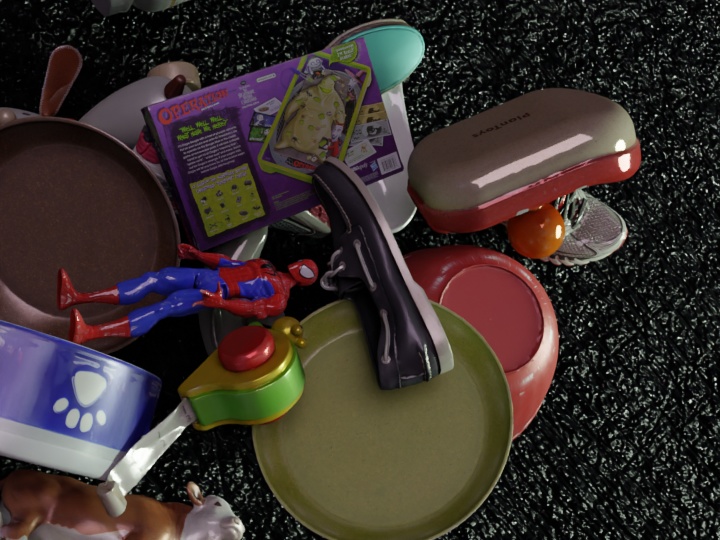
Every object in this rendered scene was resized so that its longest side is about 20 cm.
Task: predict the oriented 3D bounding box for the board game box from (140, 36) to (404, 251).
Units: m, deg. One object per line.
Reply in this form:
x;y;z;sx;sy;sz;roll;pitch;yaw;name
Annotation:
-0.067;-0.107;0.737;0.199;0.032;0.121;-23;107;-24;board game box

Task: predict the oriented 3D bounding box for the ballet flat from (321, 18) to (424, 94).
-0.033;-0.172;0.801;0.199;0.062;0.068;-33;119;-22;ballet flat

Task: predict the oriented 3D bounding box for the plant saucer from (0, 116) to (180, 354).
-0.242;-0.027;0.730;0.198;0.037;0.202;0;108;1;plant saucer

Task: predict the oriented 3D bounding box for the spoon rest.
0.012;-0.129;0.853;0.098;0.061;0.202;9;68;-21;spoon rest

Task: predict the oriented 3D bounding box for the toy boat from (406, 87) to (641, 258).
0.146;-0.070;0.776;0.198;0.131;0.132;-22;119;-2;toy boat

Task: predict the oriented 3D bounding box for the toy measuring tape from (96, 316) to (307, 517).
-0.095;0.098;0.629;0.073;0.074;0.200;40;49;2;toy measuring tape

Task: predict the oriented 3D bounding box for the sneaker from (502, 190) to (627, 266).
0.167;-0.067;0.860;0.198;0.082;0.078;21;68;-6;sneaker

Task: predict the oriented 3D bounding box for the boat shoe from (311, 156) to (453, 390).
0.000;0.000;0.689;0.062;0.073;0.201;-25;69;-9;boat shoe

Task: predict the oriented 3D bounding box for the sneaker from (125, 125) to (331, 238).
-0.112;-0.069;0.795;0.199;0.075;0.081;18;32;-28;sneaker

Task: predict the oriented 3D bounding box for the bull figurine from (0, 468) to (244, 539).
-0.192;0.207;0.679;0.198;0.066;0.122;11;27;-1;bull figurine

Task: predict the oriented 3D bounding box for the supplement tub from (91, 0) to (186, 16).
-0.169;-0.331;0.835;0.199;0.145;0.145;-27;79;-20;supplement tub

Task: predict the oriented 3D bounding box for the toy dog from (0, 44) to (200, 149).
-0.222;-0.136;0.783;0.199;0.096;0.132;-30;80;-21;toy dog

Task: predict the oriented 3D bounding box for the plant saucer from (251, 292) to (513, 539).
0.017;0.114;0.687;0.198;0.031;0.202;-2;62;4;plant saucer

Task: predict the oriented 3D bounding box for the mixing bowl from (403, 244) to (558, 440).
0.097;0.056;0.789;0.198;0.108;0.202;4;70;-11;mixing bowl

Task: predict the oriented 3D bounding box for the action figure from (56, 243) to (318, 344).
-0.121;0.013;0.674;0.198;0.052;0.066;-7;41;-31;action figure

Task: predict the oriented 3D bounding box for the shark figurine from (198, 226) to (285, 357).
-0.097;0.068;0.743;0.127;0.090;0.216;-23;94;-1;shark figurine

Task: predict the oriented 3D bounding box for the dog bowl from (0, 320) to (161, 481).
-0.248;0.088;0.640;0.198;0.200;0.080;17;76;-7;dog bowl
